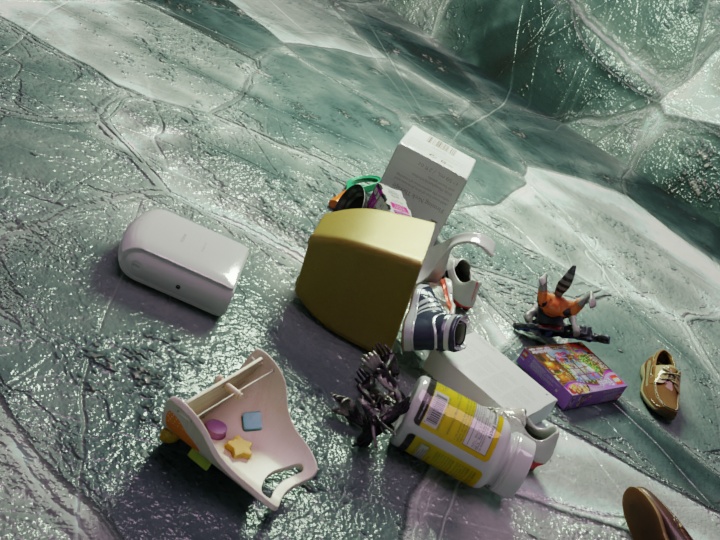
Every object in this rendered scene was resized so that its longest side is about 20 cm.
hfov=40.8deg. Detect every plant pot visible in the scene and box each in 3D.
[{"bbox_3d":[0.000,0.000,1.687,0.198,0.196,0.196,21,26,3],"label":"plant pot"}]

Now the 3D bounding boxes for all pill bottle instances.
[{"bbox_3d":[0.154,0.252,1.448,0.198,0.115,0.114,28,26,1],"label":"pill bottle"}]

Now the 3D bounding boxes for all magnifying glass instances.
[{"bbox_3d":[-0.015,-0.176,2.151,0.079,0.023,0.200,6,22,25],"label":"magnifying glass"}]

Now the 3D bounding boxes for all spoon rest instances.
[{"bbox_3d":[0.167,-0.026,1.895,0.061,0.198,0.100,47,39,-25],"label":"spoon rest"}]

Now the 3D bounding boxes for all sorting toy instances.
[{"bbox_3d":[-0.145,0.221,1.248,0.180,0.107,0.199,42,28,12],"label":"sorting toy"}]

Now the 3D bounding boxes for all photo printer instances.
[{"bbox_3d":[-0.289,-0.021,1.571,0.198,0.070,0.167,24,26,-7],"label":"photo printer"}]

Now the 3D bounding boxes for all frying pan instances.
[{"bbox_3d":[-0.014,-0.098,1.929,0.031,0.115,0.191,26,24,-30],"label":"frying pan"}]

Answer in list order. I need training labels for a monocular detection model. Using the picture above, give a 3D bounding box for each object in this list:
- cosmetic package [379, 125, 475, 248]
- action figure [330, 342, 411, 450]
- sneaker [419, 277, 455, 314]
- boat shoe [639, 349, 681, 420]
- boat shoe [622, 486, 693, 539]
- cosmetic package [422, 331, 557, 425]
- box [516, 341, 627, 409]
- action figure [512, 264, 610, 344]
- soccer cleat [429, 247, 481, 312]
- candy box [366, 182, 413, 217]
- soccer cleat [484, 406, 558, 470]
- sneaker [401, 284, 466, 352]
[{"bbox_3d":[0.127,-0.172,2.095,0.166,0.202,0.167,27,25,2],"label":"cosmetic package"},{"bbox_3d":[0.014,0.186,1.442,0.102,0.119,0.200,40,14,-10],"label":"action figure"},{"bbox_3d":[0.136,0.083,1.815,0.081,0.078,0.201,0,26,2],"label":"sneaker"},{"bbox_3d":[0.619,0.226,1.988,0.075,0.074,0.201,24,26,-5],"label":"boat shoe"},{"bbox_3d":[0.480,0.423,1.503,0.069,0.071,0.201,3,43,-28],"label":"boat shoe"},{"bbox_3d":[0.226,0.197,1.689,0.200,0.052,0.150,40,31,26],"label":"cosmetic package"},{"bbox_3d":[0.411,0.200,1.876,0.198,0.039,0.137,-1,38,-45],"label":"box"},{"bbox_3d":[0.415,0.079,1.943,0.197,0.194,0.106,11,64,-2],"label":"action figure"},{"bbox_3d":[0.182,-0.001,1.970,0.068,0.086,0.201,8,32,-33],"label":"soccer cleat"},{"bbox_3d":[0.048,-0.061,1.890,0.060,0.137,0.201,17,27,-24],"label":"candy box"},{"bbox_3d":[0.221,0.245,1.541,0.198,0.086,0.069,26,25,-4],"label":"soccer cleat"},{"bbox_3d":[0.137,0.084,1.690,0.107,0.071,0.200,1,24,13],"label":"sneaker"}]
